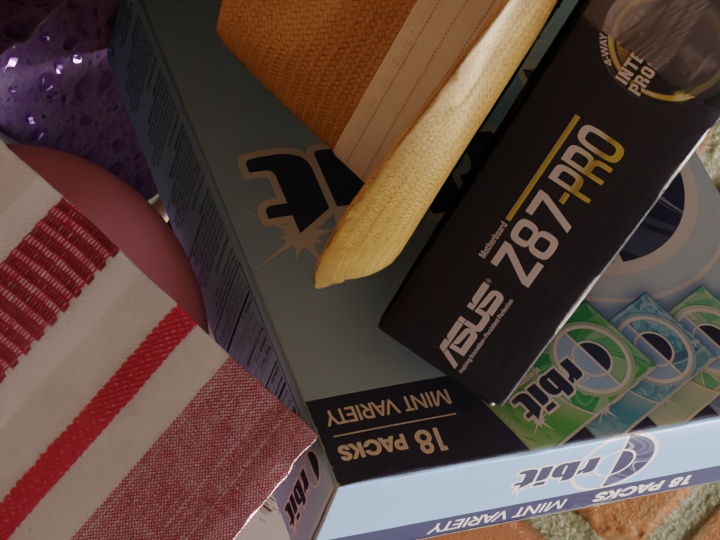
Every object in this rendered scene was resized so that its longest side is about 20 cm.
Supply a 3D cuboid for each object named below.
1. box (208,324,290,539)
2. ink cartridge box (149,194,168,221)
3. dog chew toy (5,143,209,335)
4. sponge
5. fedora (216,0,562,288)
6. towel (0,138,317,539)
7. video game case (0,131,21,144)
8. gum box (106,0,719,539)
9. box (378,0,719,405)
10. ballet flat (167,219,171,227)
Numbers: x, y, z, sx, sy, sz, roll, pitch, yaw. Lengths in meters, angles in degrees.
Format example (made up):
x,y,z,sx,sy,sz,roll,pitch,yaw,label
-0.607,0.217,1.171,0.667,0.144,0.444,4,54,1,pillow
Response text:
x,y,z,sx,sy,sz,roll,pitch,yaw,label
0.000,0.000,0.803,0.152,0.106,0.201,-36,-159,47,box
-0.081,-0.082,0.956,0.117,0.067,0.200,-49,178,-3,ink cartridge box
-0.145,0.030,0.611,0.199,0.125,0.125,-8,152,-33,dog chew toy
-0.084,-0.071,0.737,0.200,0.030,0.112,-40,147,-5,sponge
0.022,-0.094,0.576,0.201,0.082,0.201,-57,179,-2,fedora
-0.126,0.032,0.549,0.144,0.200,0.023,-49,-165,-13,towel
-0.171,0.037,0.718,0.200,0.023,0.182,-47,148,6,video game case
0.030,-0.016,0.676,0.169,0.201,0.045,-7,145,-24,gum box
0.090,-0.077,0.605,0.200,0.049,0.161,-56,-179,-44,box
-0.062,0.020,0.905,0.075,0.067,0.201,111,0,-51,ballet flat
